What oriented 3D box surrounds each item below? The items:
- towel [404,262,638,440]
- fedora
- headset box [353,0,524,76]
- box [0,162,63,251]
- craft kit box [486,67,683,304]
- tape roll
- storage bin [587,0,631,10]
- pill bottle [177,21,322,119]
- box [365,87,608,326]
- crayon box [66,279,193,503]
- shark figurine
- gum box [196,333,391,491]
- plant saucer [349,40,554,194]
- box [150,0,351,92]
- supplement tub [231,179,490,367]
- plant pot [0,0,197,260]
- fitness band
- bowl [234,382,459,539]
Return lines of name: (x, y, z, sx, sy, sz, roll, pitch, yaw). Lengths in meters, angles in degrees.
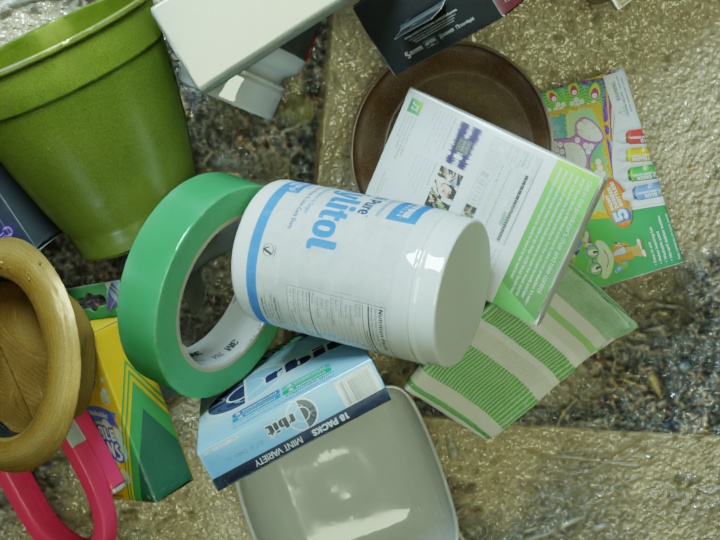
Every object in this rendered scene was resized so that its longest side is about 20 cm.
towel: (0.154, 0.080, 1.105, 0.200, 0.024, 0.152, -40, 130, 19)
fedora: (-0.286, 0.073, 0.987, 0.199, 0.081, 0.204, -3, 85, 34)
headset box: (0.100, -0.258, 0.992, 0.200, 0.148, 0.078, -44, 105, -35)
box: (-0.386, -0.079, 1.039, 0.140, 0.079, 0.201, -30, 101, 14)
craft kit box: (0.191, -0.073, 1.114, 0.195, 0.049, 0.202, -17, 86, 0)
tape roll: (-0.134, 0.014, 1.035, 0.048, 0.200, 0.203, 19, 98, 28)
storage bin: (0.253, -0.385, 1.069, 0.198, 0.094, 0.201, -37, 100, 1)
pill bottle: (-0.086, -0.249, 1.043, 0.113, 0.114, 0.202, 22, 96, -9)
box: (0.104, -0.059, 1.031, 0.199, 0.036, 0.146, 29, 103, 19)
crayon box: (-0.243, 0.116, 1.077, 0.051, 0.125, 0.202, -27, 103, -41)
shark figurine: (-0.195, 0.032, 1.090, 0.127, 0.090, 0.217, 22, 94, -8)
gum box: (-0.067, 0.113, 1.057, 0.169, 0.200, 0.045, -28, 102, -1)
plant saucer: (0.087, -0.112, 1.072, 0.198, 0.037, 0.203, 1, 93, 20)
box: (-0.070, -0.234, 0.954, 0.199, 0.068, 0.083, -31, 97, 2)
supplement tub: (0.000, 0.000, 0.990, 0.198, 0.132, 0.134, 11, 99, 25)
plant pot: (-0.235, -0.122, 1.019, 0.199, 0.201, 0.195, -25, 112, -2)
fitness band: (-0.295, 0.183, 1.083, 0.143, 0.037, 0.202, -30, 88, 40)
bowl: (-0.017, 0.220, 1.143, 0.198, 0.075, 0.202, -21, 100, -3)
